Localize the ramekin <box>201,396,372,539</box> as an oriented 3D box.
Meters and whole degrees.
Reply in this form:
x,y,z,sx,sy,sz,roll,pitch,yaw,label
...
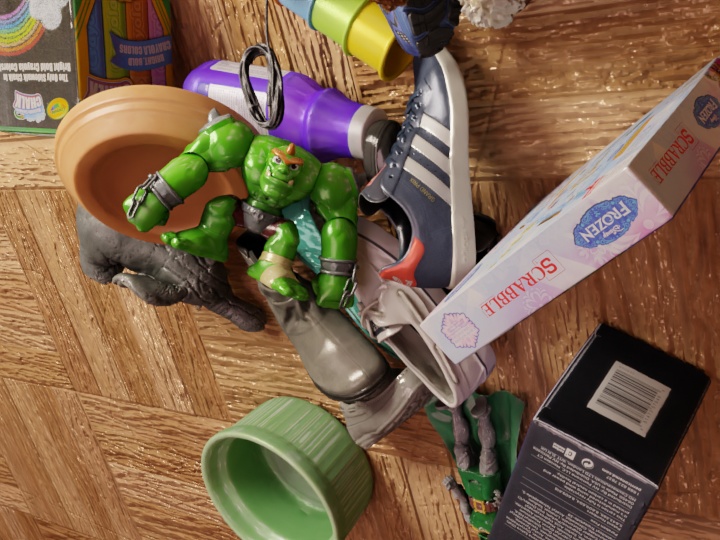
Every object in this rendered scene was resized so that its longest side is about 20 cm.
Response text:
x,y,z,sx,sy,sz,roll,pitch,yaw,label
-0.082,0.247,1.057,0.200,0.098,0.200,19,128,27,ramekin

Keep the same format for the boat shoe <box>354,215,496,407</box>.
x,y,z,sx,sy,sz,roll,pitch,yaw,label
0.032,0.037,0.792,0.200,0.066,0.072,49,148,-6,boat shoe

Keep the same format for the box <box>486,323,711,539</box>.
x,y,z,sx,sy,sz,roll,pitch,yaw,label
0.196,0.174,0.758,0.104,0.148,0.200,28,131,21,box

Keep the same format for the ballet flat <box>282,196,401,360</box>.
x,y,z,sx,sy,sz,roll,pitch,yaw,label
0.000,0.000,0.859,0.200,0.067,0.070,46,119,1,ballet flat

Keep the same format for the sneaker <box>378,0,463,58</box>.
x,y,z,sx,sy,sz,roll,pitch,yaw,label
0.015,-0.252,0.676,0.078,0.075,0.200,-26,85,56,sneaker

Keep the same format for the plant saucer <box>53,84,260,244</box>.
x,y,z,sx,sy,sz,roll,pitch,yaw,label
-0.178,-0.083,0.811,0.200,0.038,0.200,0,144,0,plant saucer

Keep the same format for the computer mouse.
x,y,z,sx,sy,sz,roll,pitch,yaw,label
-0.065,-0.212,0.708,0.059,0.034,0.200,9,97,35,computer mouse

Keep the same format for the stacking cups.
x,y,z,sx,sy,sz,roll,pitch,yaw,label
-0.044,-0.230,0.740,0.200,0.060,0.061,34,133,15,stacking cups

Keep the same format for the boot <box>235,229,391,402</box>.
x,y,z,sx,sy,sz,roll,pitch,yaw,label
-0.057,0.037,0.855,0.200,0.068,0.131,39,164,52,boot

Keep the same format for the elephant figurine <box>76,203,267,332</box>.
x,y,z,sx,sy,sz,roll,pitch,yaw,label
-0.200,-0.016,0.957,0.200,0.155,0.142,34,121,18,elephant figurine

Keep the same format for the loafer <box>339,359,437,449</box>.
x,y,z,sx,sy,sz,roll,pitch,yaw,label
0.020,0.127,0.899,0.070,0.070,0.200,53,151,10,loafer

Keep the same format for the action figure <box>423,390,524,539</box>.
x,y,z,sx,sy,sz,roll,pitch,yaw,label
0.124,0.214,0.908,0.118,0.055,0.200,7,122,40,action figure

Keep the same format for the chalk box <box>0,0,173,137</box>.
x,y,z,sx,sy,sz,roll,pitch,yaw,label
-0.265,-0.189,0.860,0.125,0.124,0.200,10,106,32,chalk box

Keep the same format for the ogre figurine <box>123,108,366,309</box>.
x,y,z,sx,sy,sz,roll,pitch,yaw,label
-0.083,-0.054,0.743,0.200,0.098,0.120,23,93,9,ogre figurine

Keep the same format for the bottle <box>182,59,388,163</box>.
x,y,z,sx,sy,sz,roll,pitch,yaw,label
-0.070,-0.141,0.816,0.200,0.065,0.084,15,133,30,bottle

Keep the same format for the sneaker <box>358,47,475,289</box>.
x,y,z,sx,sy,sz,roll,pitch,yaw,label
0.039,-0.084,0.701,0.075,0.084,0.200,114,153,-77,sneaker

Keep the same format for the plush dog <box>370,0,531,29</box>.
x,y,z,sx,sy,sz,roll,pitch,yaw,label
0.061,-0.256,0.563,0.160,0.172,0.200,43,136,7,plush dog

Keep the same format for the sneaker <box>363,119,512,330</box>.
x,y,z,sx,sy,sz,roll,pitch,yaw,label
0.077,-0.040,0.775,0.104,0.060,0.200,7,128,38,sneaker

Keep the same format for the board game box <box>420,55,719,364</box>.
x,y,z,sx,sy,sz,roll,pitch,yaw,label
0.156,-0.041,0.612,0.041,0.200,0.200,48,136,1,board game box
